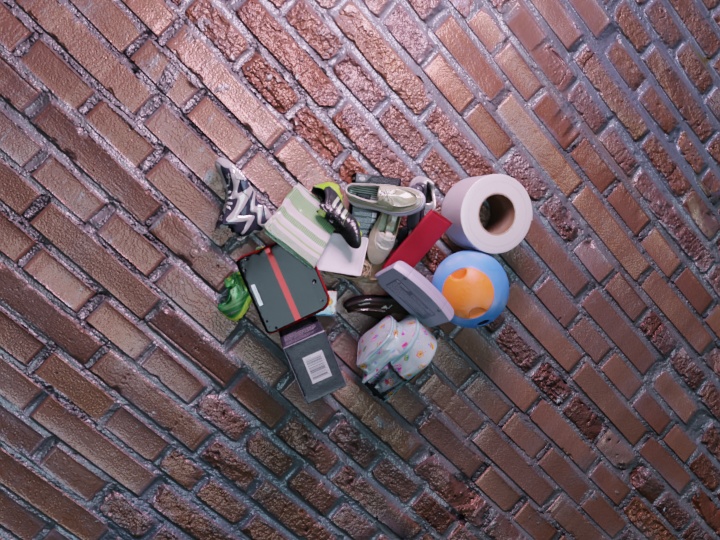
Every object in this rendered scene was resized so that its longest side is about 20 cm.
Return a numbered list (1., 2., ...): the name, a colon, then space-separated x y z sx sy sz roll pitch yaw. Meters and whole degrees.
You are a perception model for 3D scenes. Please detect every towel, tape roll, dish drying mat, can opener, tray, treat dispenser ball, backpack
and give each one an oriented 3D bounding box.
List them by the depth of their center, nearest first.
1. towel: -0.137 -0.115 1.292 0.152 0.023 0.200 38 43 -14
2. tray: -0.085 -0.045 1.336 0.199 0.022 0.108 9 68 8
3. backpack: 0.090 0.205 1.352 0.200 0.176 0.153 -34 106 16
4. dish drying mat: 0.143 -0.065 1.355 0.077 0.018 0.200 29 112 -27
5. can opener: 0.130 -0.129 1.359 0.066 0.053 0.201 22 124 23
6. treat dispenser ball: 0.285 0.048 1.383 0.200 0.201 0.202 -2 97 -13
7. tape roll: 0.331 -0.150 1.403 0.202 0.139 0.204 -1 97 -12

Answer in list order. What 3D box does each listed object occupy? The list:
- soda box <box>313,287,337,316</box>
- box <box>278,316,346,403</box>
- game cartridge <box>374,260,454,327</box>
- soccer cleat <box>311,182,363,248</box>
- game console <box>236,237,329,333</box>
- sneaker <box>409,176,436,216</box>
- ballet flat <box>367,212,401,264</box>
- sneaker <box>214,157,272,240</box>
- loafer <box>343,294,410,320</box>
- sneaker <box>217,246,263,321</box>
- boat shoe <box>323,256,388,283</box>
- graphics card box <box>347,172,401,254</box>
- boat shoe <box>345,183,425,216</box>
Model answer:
1. soda box: -0.161 0.079 1.355 0.199 0.064 0.069 2 96 -12
2. box: -0.123 0.211 1.308 0.107 0.200 0.149 -23 100 -8
3. game cartridge: 0.138 0.060 1.329 0.200 0.133 0.041 43 65 -9
4. soccer cleat: -0.060 -0.134 1.314 0.081 0.068 0.201 -12 63 -31
5. game console: -0.183 0.031 1.285 0.176 0.031 0.201 -24 91 -5
6. sneaker: 0.165 -0.148 1.396 0.070 0.080 0.201 -7 99 -14
7. ballet flat: 0.068 -0.110 1.333 0.069 0.069 0.201 16 93 -14
8. sneaker: -0.318 -0.162 1.282 0.129 0.079 0.200 -40 114 -15
9. loafer: 0.053 0.102 1.401 0.199 0.073 0.072 -2 95 -13
10. sneaker: -0.291 0.028 1.314 0.083 0.074 0.201 26 90 -18
11. boat shoe: 0.000 0.000 1.382 0.199 0.065 0.072 1 96 -13
12. graphics card box: 0.031 -0.147 1.380 0.125 0.051 0.201 5 96 -13
13. boat shoe: 0.056 -0.174 1.280 0.199 0.062 0.072 6 82 18
